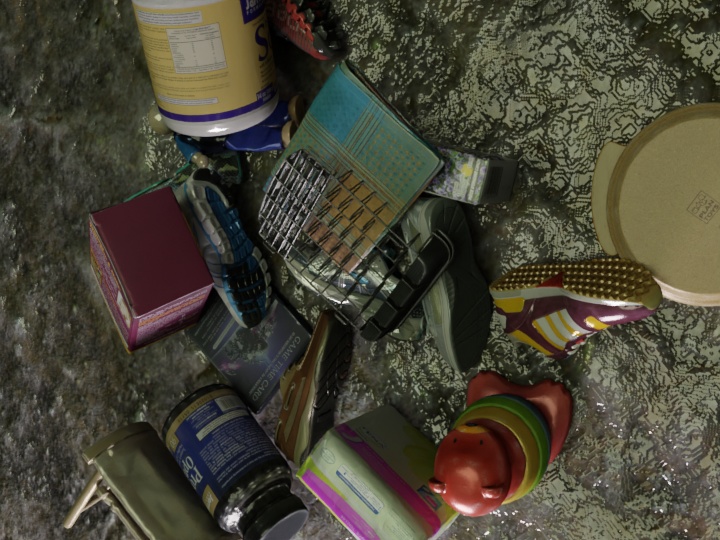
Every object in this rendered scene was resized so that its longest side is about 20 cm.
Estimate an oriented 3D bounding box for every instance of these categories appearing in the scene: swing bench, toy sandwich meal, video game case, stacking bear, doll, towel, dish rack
[{"bbox_3d":[-0.264,0.323,1.068,0.199,0.129,0.201,46,134,15],"label":"swing bench"},{"bbox_3d":[0.324,-0.062,0.793,0.200,0.070,0.211,3,98,24],"label":"toy sandwich meal"},{"bbox_3d":[-0.161,0.066,1.082,0.200,0.019,0.144,45,113,15],"label":"video game case"},{"bbox_3d":[0.134,0.183,0.839,0.119,0.199,0.117,6,98,26],"label":"stacking bear"},{"bbox_3d":[-0.168,-0.184,1.016,0.195,0.049,0.139,3,58,13],"label":"doll"},{"bbox_3d":[-0.013,-0.102,0.867,0.147,0.022,0.200,45,134,4],"label":"towel"},{"bbox_3d":[-0.015,-0.030,0.864,0.199,0.054,0.154,42,132,7],"label":"dish rack"}]

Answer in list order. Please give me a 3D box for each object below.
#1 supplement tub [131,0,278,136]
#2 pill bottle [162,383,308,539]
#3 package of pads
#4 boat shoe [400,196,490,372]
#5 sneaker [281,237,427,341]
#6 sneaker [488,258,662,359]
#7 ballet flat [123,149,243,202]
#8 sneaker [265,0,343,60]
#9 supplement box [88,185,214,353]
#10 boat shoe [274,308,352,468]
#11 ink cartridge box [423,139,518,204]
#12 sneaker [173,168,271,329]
[{"bbox_3d":[-0.172,-0.268,0.910,0.142,0.146,0.204,12,128,25],"label":"supplement tub"},{"bbox_3d":[-0.154,0.248,1.027,0.200,0.111,0.113,47,114,28],"label":"pill bottle"},{"bbox_3d":[0.031,0.228,0.897,0.154,0.199,0.069,41,105,18],"label":"package of pads"},{"bbox_3d":[0.091,0.015,0.902,0.064,0.074,0.206,12,128,48],"label":"boat shoe"},{"bbox_3d":[0.000,0.000,0.969,0.197,0.077,0.088,28,101,12],"label":"sneaker"},{"bbox_3d":[0.221,0.044,0.833,0.198,0.074,0.092,3,120,54],"label":"sneaker"},{"bbox_3d":[-0.232,-0.097,1.076,0.197,0.074,0.076,-26,83,29],"label":"ballet flat"},{"bbox_3d":[-0.102,-0.312,0.985,0.201,0.070,0.098,48,120,11],"label":"sneaker"},{"bbox_3d":[-0.259,0.005,1.006,0.133,0.102,0.200,64,157,7],"label":"supplement box"},{"bbox_3d":[-0.067,0.144,1.011,0.073,0.075,0.205,20,103,27],"label":"boat shoe"},{"bbox_3d":[0.061,-0.119,0.897,0.196,0.108,0.052,18,103,25],"label":"ink cartridge box"},{"bbox_3d":[-0.180,-0.020,1.033,0.086,0.074,0.204,-20,94,38],"label":"sneaker"}]
